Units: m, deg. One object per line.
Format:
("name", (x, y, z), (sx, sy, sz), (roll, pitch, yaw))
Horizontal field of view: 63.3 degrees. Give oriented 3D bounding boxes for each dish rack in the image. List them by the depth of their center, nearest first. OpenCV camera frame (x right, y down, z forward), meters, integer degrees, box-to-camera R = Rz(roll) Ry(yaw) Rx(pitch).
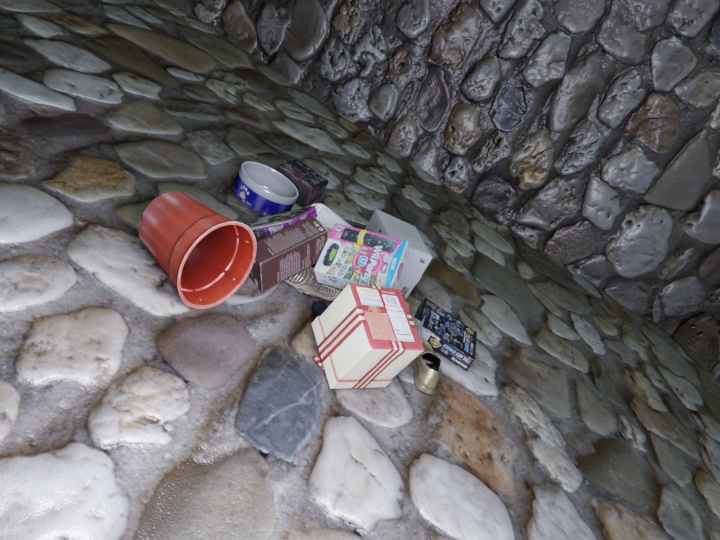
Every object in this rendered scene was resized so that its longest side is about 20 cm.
("dish rack", (-0.083, -0.086, 1.666), (0.198, 0.043, 0.174), (35, 61, -15))

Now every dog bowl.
("dog bowl", (-0.295, -0.249, 1.812), (0.197, 0.080, 0.201), (28, 24, -13))

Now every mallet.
("mallet", (-0.024, 0.080, 1.419), (0.042, 0.195, 0.067), (67, 4, -46))

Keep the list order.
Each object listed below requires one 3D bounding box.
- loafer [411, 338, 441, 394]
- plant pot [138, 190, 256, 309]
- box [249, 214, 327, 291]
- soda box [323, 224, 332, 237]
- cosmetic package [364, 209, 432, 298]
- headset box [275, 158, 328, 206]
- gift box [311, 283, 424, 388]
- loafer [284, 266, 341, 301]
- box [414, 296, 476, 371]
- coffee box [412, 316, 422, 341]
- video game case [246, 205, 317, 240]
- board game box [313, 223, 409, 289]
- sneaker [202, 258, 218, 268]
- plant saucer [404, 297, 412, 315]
("loafer", (0.172, 0.233, 1.491), (0.075, 0.068, 0.201), (26, 24, -16))
("plant pot", (-0.356, -0.059, 1.241), (0.194, 0.205, 0.199), (35, 22, 28))
("box", (-0.178, -0.043, 1.427), (0.198, 0.102, 0.075), (-30, 57, -30))
("soda box", (-0.067, -0.056, 1.597), (0.197, 0.068, 0.065), (28, 56, -19))
("cosmetic package", (0.095, -0.052, 1.822), (0.162, 0.167, 0.201), (21, 24, -24))
("headset box", (-0.215, -0.306, 2.028), (0.147, 0.076, 0.200), (34, 23, 4))
("gift box", (0.009, 0.143, 1.297), (0.181, 0.187, 0.203), (12, 45, -35))
("loafer", (-0.134, 0.026, 1.499), (0.197, 0.077, 0.069), (31, -15, 16))
("box", (0.247, 0.183, 1.712), (0.196, 0.050, 0.200), (34, 23, 0))
("coffee box", (0.059, 0.140, 1.510), (0.197, 0.081, 0.114), (30, 23, -7))
("video game case", (-0.228, -0.122, 1.564), (0.176, 0.037, 0.200), (-9, 15, 19))
("board game box", (0.005, -0.021, 1.424), (0.195, 0.065, 0.150), (15, 62, 16))
("sneaker", (-0.353, -0.071, 1.379), (0.076, 0.087, 0.201), (14, 30, -36))
("plant saucer", (0.069, 0.068, 1.650), (0.197, 0.036, 0.200), (30, 7, -4))
